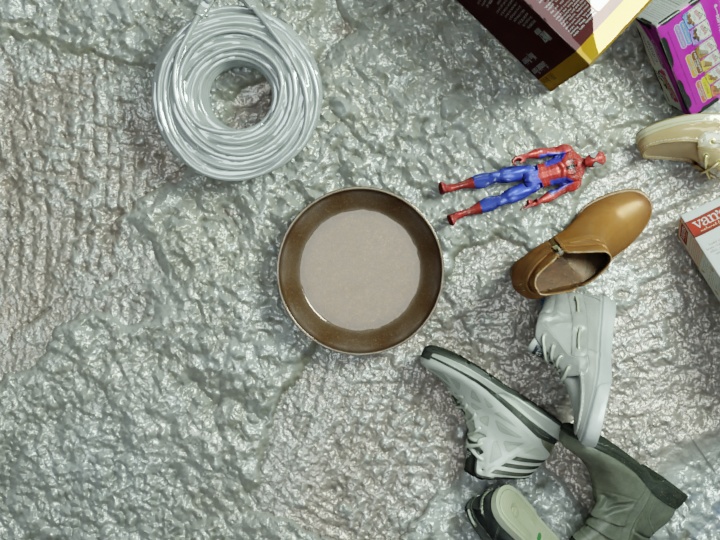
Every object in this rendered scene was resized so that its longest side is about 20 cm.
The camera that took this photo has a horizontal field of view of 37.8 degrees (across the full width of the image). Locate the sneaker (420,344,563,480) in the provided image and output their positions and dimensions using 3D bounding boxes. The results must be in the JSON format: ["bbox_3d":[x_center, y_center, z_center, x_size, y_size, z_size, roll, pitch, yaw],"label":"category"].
[{"bbox_3d":[0.137,0.180,1.251,0.200,0.076,0.116,34,90,-5],"label":"sneaker"}]

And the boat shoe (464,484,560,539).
[{"bbox_3d":[0.203,0.347,1.276,0.068,0.072,0.200,-30,102,37],"label":"boat shoe"}]

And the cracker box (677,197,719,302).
[{"bbox_3d":[0.475,-0.003,1.210,0.134,0.058,0.200,-25,61,0],"label":"cracker box"}]

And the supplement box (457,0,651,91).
[{"bbox_3d":[0.205,-0.326,1.165,0.200,0.197,0.133,44,90,-2],"label":"supplement box"}]

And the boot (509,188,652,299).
[{"bbox_3d":[0.266,-0.026,1.203,0.200,0.155,0.074,-35,93,1],"label":"boot"}]

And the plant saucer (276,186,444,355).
[{"bbox_3d":[0.000,0.000,1.260,0.200,0.037,0.201,0,93,0],"label":"plant saucer"}]

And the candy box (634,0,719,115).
[{"bbox_3d":[0.428,-0.291,1.211,0.200,0.061,0.136,-34,124,1],"label":"candy box"}]

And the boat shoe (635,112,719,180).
[{"bbox_3d":[0.423,-0.140,1.224,0.199,0.074,0.069,-2,75,13],"label":"boat shoe"}]

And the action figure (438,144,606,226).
[{"bbox_3d":[0.197,-0.106,1.254,0.199,0.052,0.066,-17,89,-2],"label":"action figure"}]

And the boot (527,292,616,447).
[{"bbox_3d":[0.239,0.108,1.219,0.095,0.074,0.200,11,50,5],"label":"boot"}]

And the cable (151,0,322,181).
[{"bbox_3d":[-0.144,-0.205,1.232,0.200,0.069,0.200,42,93,-3],"label":"cable"}]

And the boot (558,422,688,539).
[{"bbox_3d":[0.288,0.276,1.245,0.200,0.068,0.131,34,91,-20],"label":"boot"}]
